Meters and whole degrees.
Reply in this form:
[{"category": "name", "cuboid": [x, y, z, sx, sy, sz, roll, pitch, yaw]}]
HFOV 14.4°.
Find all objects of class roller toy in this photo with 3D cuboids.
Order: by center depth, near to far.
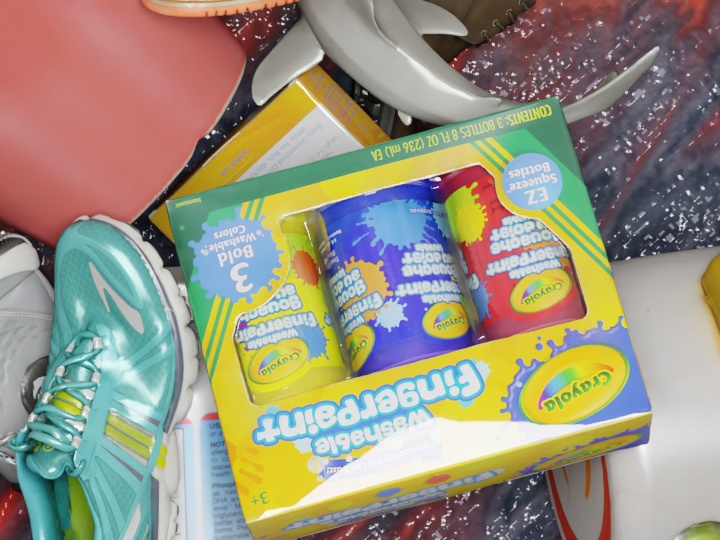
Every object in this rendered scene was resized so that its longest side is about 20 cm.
[{"category": "roller toy", "cuboid": [0.176, 0.078, 1.484, 0.140, 0.182, 0.200, -9, 101, -10]}]

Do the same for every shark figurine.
[{"category": "shark figurine", "cuboid": [0.030, -0.117, 1.414, 0.214, 0.090, 0.128, 34, 67, 18]}]

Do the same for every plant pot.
[{"category": "plant pot", "cuboid": [-0.168, -0.114, 1.431, 0.177, 0.200, 0.200, 41, 84, -18]}]

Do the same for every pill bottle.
[{"category": "pill bottle", "cuboid": [-0.088, 0.101, 1.470, 0.109, 0.109, 0.200, -2, 96, -10]}]

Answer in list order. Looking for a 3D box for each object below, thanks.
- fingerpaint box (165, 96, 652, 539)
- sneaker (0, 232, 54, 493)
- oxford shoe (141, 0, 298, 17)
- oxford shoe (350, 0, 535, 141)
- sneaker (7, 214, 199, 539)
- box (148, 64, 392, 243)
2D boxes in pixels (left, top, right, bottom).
[{"category": "fingerpaint box", "cuboid": [0.023, 0.026, 1.370, 0.200, 0.073, 0.167, -14, 73, 0]}, {"category": "sneaker", "cuboid": [-0.212, 0.082, 1.408, 0.200, 0.075, 0.116, -41, 108, -16]}, {"category": "oxford shoe", "cuboid": [-0.023, -0.184, 1.383, 0.200, 0.071, 0.073, -28, 124, -19]}, {"category": "oxford shoe", "cuboid": [0.052, -0.140, 1.520, 0.084, 0.073, 0.200, 22, 89, -16]}, {"category": "sneaker", "cuboid": [-0.129, 0.073, 1.379, 0.080, 0.077, 0.200, -8, 100, -53]}, {"category": "box", "cuboid": [0.000, 0.000, 1.501, 0.200, 0.041, 0.119, 45, 115, -9]}]
